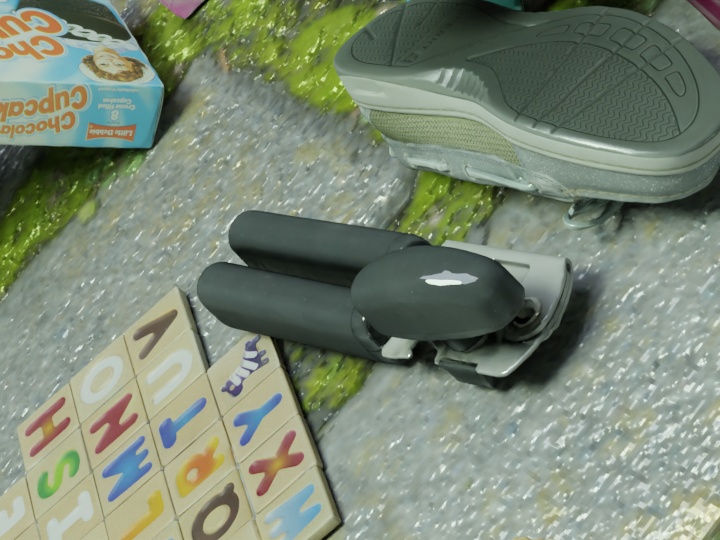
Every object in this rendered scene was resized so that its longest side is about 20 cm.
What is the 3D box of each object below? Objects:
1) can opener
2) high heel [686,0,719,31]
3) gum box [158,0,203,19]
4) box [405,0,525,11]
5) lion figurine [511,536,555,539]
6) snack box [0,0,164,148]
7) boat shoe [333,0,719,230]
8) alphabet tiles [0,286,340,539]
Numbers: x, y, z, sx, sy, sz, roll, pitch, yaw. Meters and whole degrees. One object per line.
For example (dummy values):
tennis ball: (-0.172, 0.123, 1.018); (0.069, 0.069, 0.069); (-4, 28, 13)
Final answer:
can opener: (0.000, 0.000, 1.095); (0.199, 0.067, 0.054); (10, 64, 49)
high heel: (0.090, -0.159, 1.124); (0.067, 0.096, 0.200); (-43, 33, 9)
gum box: (-0.130, -0.220, 1.429); (0.066, 0.113, 0.200); (-44, 34, 7)
box: (0.033, -0.203, 1.203); (0.049, 0.082, 0.201); (-7, 56, 3)
lion figurine: (0.102, 0.131, 0.856); (0.199, 0.073, 0.123); (-3, 40, 31)
snack box: (-0.203, -0.101, 1.330); (0.116, 0.199, 0.037); (-124, 41, -52)
boat shoe: (0.069, -0.057, 1.088); (0.074, 0.065, 0.201); (-42, 34, -26)
alphabet tiles: (-0.092, 0.093, 1.166); (0.167, 0.008, 0.200); (-41, 34, 13)
